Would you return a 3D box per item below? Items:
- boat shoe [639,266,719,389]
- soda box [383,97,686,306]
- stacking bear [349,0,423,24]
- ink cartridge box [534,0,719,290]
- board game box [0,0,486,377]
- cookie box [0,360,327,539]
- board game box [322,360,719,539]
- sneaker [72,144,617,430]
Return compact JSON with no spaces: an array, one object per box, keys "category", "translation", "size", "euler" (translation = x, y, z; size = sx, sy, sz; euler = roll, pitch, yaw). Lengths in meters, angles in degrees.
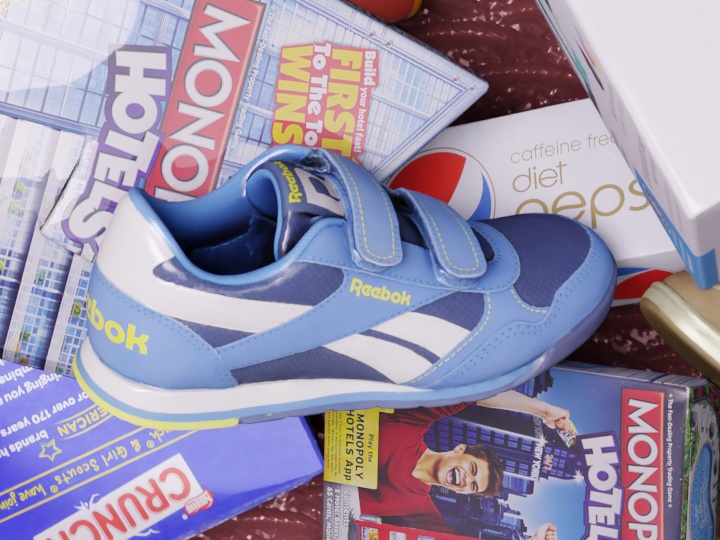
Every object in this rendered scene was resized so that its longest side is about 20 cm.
[{"category":"boat shoe","translation":[0.196,0.044,0.973],"size":[0.201,0.073,0.063],"euler":[30,90,-7]},{"category":"soda box","translation":[0.072,-0.022,1.019],"size":[0.200,0.064,0.068],"euler":[-10,72,25]},{"category":"stacking bear","translation":[0.012,-0.178,1.025],"size":[0.114,0.121,0.200],"euler":[22,105,-16]},{"category":"ink cartridge box","translation":[0.127,-0.123,0.887],"size":[0.146,0.147,0.200],"euler":[-29,77,3]},{"category":"board game box","translation":[-0.064,-0.047,0.974],"size":[0.200,0.062,0.200],"euler":[15,98,-4]},{"category":"cookie box","translation":[-0.131,0.022,1.059],"size":[0.171,0.075,0.200],"euler":[-25,97,1]},{"category":"board game box","translation":[0.085,0.128,1.023],"size":[0.200,0.062,0.200],"euler":[8,104,24]},{"category":"sneaker","translation":[0.000,0.000,0.917],"size":[0.200,0.074,0.082],"euler":[-9,121,-21]}]
